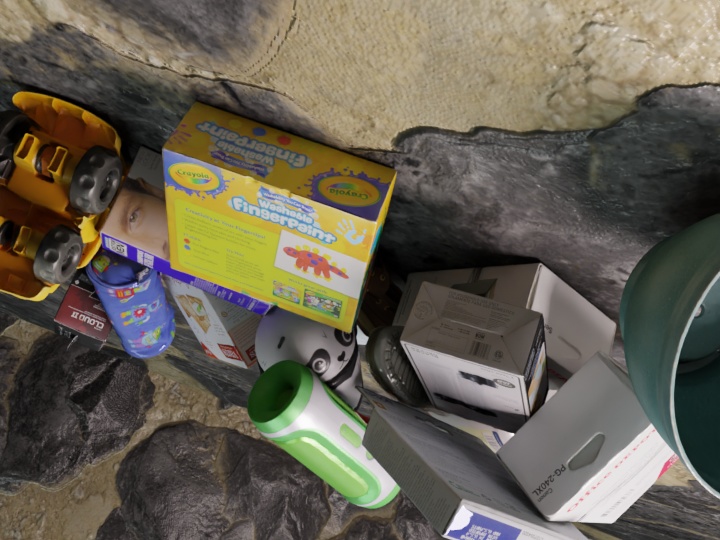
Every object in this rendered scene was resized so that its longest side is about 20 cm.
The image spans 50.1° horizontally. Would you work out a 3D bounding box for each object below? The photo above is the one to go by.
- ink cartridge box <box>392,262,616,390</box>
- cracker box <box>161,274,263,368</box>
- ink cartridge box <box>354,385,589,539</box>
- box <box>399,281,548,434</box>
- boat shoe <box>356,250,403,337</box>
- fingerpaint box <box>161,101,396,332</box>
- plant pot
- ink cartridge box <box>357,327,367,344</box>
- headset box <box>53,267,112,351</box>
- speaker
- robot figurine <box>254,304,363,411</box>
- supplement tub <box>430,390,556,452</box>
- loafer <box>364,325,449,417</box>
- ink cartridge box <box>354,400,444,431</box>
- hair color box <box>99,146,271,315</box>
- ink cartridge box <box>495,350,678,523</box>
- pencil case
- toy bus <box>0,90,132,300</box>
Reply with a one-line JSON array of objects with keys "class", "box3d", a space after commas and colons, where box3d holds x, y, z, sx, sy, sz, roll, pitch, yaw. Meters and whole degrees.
[{"class": "ink cartridge box", "box3d": [0.154, 0.065, 0.846, 0.145, 0.085, 0.199, 32, 158, -32]}, {"class": "cracker box", "box3d": [-0.198, 0.021, 0.981, 0.133, 0.057, 0.202, 3, 125, 57]}, {"class": "ink cartridge box", "box3d": [0.099, 0.201, 0.738, 0.195, 0.044, 0.200, 28, -176, -33]}, {"class": "box", "box3d": [0.115, 0.092, 0.737, 0.115, 0.061, 0.201, 14, 157, 23]}, {"class": "boat shoe", "box3d": [0.000, 0.001, 0.879, 0.067, 0.073, 0.201, -22, 137, 14]}, {"class": "fingerpaint box", "box3d": [-0.079, -0.047, 0.732, 0.197, 0.074, 0.168, 19, 141, 5]}, {"class": "plant pot", "box3d": [0.266, 0.042, 0.540, 0.198, 0.202, 0.134, 27, -172, -19]}, {"class": "ink cartridge box", "box3d": [0.009, 0.104, 1.165, 0.159, 0.048, 0.199, 0, 150, 47]}, {"class": "headset box", "box3d": [-0.372, 0.022, 1.105, 0.076, 0.202, 0.149, 25, 162, -15]}, {"class": "speaker", "box3d": [-0.033, 0.182, 0.837, 0.088, 0.089, 0.200, 1, 144, 45]}, {"class": "robot figurine", "box3d": [-0.058, 0.119, 0.931, 0.123, 0.152, 0.201, -9, 138, -2]}, {"class": "supplement tub", "box3d": [0.170, 0.169, 1.021, 0.144, 0.147, 0.199, 31, 159, -28]}, {"class": "loafer", "box3d": [0.047, 0.114, 0.844, 0.069, 0.076, 0.200, 6, 157, 29]}, {"class": "ink cartridge box", "box3d": [0.086, 0.205, 0.851, 0.162, 0.050, 0.200, 43, 177, 24]}, {"class": "hair color box", "box3d": [-0.175, -0.042, 0.863, 0.198, 0.111, 0.065, 23, 161, -8]}, {"class": "ink cartridge box", "box3d": [0.242, 0.171, 0.764, 0.199, 0.146, 0.084, 26, -161, -52]}, {"class": "pencil case", "box3d": [-0.284, 0.035, 0.981, 0.079, 0.086, 0.201, 58, 161, 26]}, {"class": "toy bus", "box3d": [-0.337, -0.064, 0.853, 0.134, 0.202, 0.192, 22, 169, 3]}]
